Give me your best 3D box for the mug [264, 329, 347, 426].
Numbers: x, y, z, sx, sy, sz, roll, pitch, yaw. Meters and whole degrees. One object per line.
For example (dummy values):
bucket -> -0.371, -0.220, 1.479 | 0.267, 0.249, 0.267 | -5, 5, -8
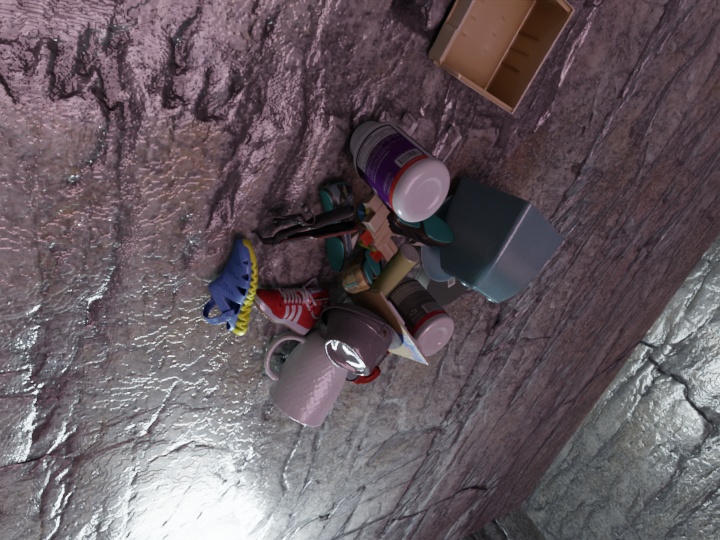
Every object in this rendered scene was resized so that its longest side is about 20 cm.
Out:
mug -> -0.124, 0.221, 1.184 | 0.197, 0.148, 0.178 | 30, 96, -18

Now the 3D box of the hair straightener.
hair straightener -> -0.104, -0.092, 0.947 | 0.194, 0.041, 0.079 | -8, 127, 2

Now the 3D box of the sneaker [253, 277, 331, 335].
sneaker -> -0.133, 0.057, 1.072 | 0.112, 0.072, 0.200 | -42, 148, 6

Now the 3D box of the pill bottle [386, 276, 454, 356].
pill bottle -> 0.116, 0.088, 1.197 | 0.108, 0.201, 0.113 | -20, 136, -21

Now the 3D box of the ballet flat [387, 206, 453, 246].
ballet flat -> 0.111, -0.090, 1.085 | 0.197, 0.070, 0.068 | 18, 148, -40

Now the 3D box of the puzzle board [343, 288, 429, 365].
puzzle board -> 0.056, 0.111, 1.111 | 0.017, 0.149, 0.202 | -44, 113, -21

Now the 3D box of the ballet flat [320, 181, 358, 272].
ballet flat -> -0.033, -0.085, 1.032 | 0.073, 0.075, 0.203 | -23, 138, -20

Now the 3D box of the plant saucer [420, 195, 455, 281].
plant saucer -> 0.197, -0.077, 1.218 | 0.197, 0.038, 0.207 | -17, 117, -37

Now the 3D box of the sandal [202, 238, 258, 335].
sandal -> -0.239, 0.035, 0.967 | 0.085, 0.080, 0.204 | 5, 119, -24

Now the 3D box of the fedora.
fedora -> -0.009, 0.154, 1.084 | 0.092, 0.172, 0.202 | -68, 149, -29

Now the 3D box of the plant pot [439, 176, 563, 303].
plant pot -> 0.287, -0.051, 1.158 | 0.194, 0.195, 0.203 | 28, 94, -45

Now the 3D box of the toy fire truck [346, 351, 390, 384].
toy fire truck -> 0.044, 0.194, 1.316 | 0.198, 0.129, 0.177 | 28, 106, -38

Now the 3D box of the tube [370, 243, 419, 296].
tube -> 0.056, 0.024, 1.157 | 0.057, 0.053, 0.201 | -12, 150, -42

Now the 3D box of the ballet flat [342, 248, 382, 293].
ballet flat -> 0.000, 0.000, 1.087 | 0.071, 0.070, 0.200 | -54, 180, 16

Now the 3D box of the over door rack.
over door rack -> 0.115, -0.196, 1.051 | 0.145, 0.067, 0.204 | 1, 124, -40

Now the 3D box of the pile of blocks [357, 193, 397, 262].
pile of blocks -> 0.016, -0.074, 1.004 | 0.063, 0.081, 0.201 | -50, 157, -15

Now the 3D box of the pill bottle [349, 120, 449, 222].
pill bottle -> 0.060, -0.181, 0.915 | 0.110, 0.201, 0.115 | -20, 136, -21

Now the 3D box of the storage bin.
storage bin -> 0.248, -0.423, 0.937 | 0.195, 0.094, 0.203 | 9, 119, -43

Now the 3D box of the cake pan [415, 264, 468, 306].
cake pan -> 0.226, 0.014, 1.348 | 0.196, 0.037, 0.204 | -22, 136, -22

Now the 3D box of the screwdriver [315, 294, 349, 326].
screwdriver -> -0.030, 0.053, 1.156 | 0.198, 0.028, 0.030 | -37, 121, -26
